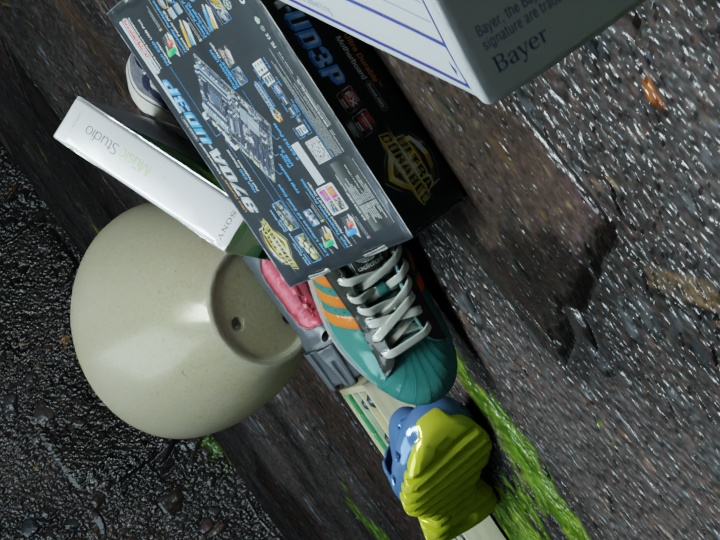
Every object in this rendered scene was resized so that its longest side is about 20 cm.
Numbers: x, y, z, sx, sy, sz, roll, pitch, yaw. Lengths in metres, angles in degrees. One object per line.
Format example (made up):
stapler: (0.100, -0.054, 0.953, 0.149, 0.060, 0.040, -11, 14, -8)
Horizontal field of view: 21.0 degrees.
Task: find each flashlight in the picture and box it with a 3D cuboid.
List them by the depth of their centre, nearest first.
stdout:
flashlight: (-0.054, -0.002, 1.480, 0.201, 0.068, 0.068, 54, -165, -11)

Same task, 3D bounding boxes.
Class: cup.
cup: (-0.115, 0.032, 1.567, 0.143, 0.200, 0.201, -12, 114, 56)

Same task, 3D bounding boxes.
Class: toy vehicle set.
toy vehicle set: (0.058, 0.171, 1.588, 0.201, 0.026, 0.124, 56, 169, 0)

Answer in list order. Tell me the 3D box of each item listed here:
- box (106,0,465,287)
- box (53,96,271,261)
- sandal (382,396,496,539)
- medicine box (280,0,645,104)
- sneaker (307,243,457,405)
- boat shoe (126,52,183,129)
box: (-0.046, -0.095, 1.090, 0.201, 0.046, 0.159, 56, 151, -6)
box: (-0.105, -0.057, 1.316, 0.144, 0.036, 0.200, 33, -172, 15)
sandal: (0.047, 0.134, 1.410, 0.087, 0.079, 0.200, 54, 168, 22)
medicine box: (0.000, -0.177, 0.614, 0.182, 0.103, 0.201, 37, 158, 59)
sneaker: (0.000, 0.000, 1.217, 0.201, 0.071, 0.080, 58, 173, -6)
boat shoe: (-0.112, -0.146, 1.314, 0.200, 0.074, 0.093, 39, 146, 52)
